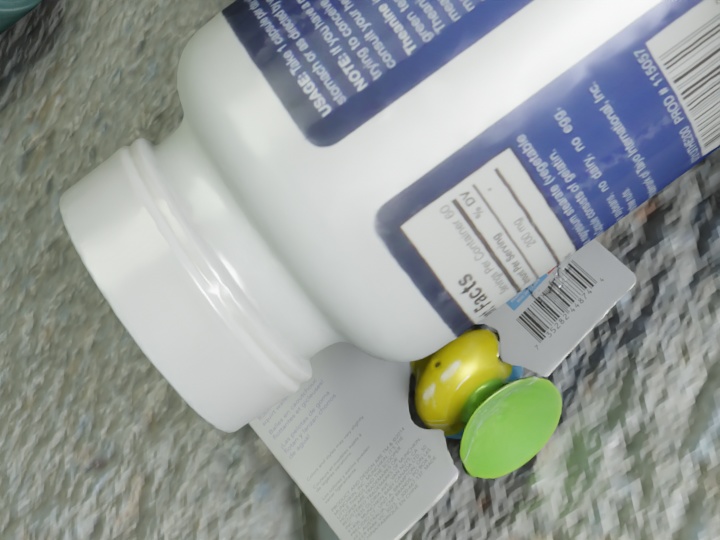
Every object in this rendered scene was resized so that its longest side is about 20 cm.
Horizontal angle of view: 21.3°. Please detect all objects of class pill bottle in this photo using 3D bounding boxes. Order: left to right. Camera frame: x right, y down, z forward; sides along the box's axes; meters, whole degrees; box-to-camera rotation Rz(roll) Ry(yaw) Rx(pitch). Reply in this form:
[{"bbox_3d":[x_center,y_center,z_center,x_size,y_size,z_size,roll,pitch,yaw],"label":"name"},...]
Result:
[{"bbox_3d":[0.021,-0.046,0.527,0.200,0.111,0.111,-36,39,3],"label":"pill bottle"}]

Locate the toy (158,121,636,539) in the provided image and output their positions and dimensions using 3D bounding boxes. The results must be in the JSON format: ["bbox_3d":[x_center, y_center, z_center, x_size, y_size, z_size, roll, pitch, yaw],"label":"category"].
[{"bbox_3d":[0.000,0.000,0.623,0.115,0.047,0.200,-48,43,4],"label":"toy"}]

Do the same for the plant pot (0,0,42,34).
[{"bbox_3d":[-0.266,-0.154,0.948,0.196,0.200,0.201,-24,50,31],"label":"plant pot"}]
